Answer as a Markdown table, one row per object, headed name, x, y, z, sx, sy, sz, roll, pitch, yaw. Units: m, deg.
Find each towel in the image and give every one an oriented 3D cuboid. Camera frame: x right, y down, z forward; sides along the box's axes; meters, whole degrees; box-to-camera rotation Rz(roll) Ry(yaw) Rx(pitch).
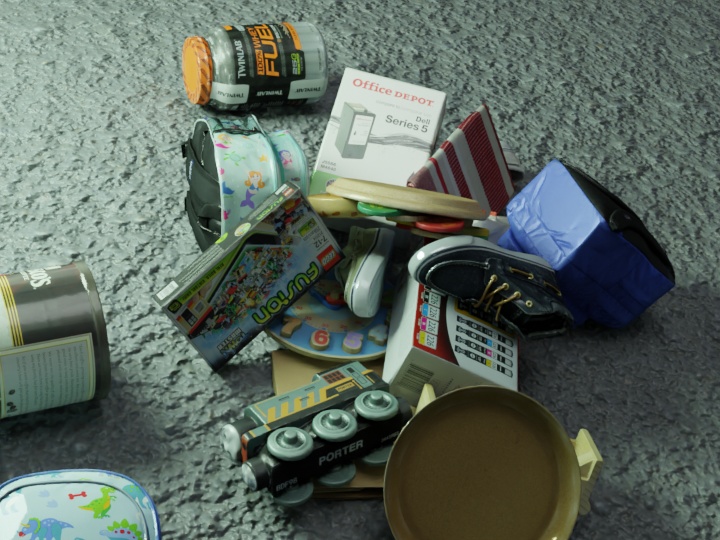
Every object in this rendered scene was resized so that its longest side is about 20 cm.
| name | x | y | z | sx | sy | sz | roll | pitch | yaw |
| --- | --- | --- | --- | --- | --- | --- | --- | --- | --- |
| towel | 0.135 | -0.110 | 1.477 | 0.023 | 0.145 | 0.200 | 3 | 38 | 39 |

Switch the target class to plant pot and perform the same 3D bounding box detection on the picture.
| name | x | y | z | sx | sy | sz | roll | pitch | yaw |
| --- | --- | --- | --- | --- | --- | --- | --- | --- | --- |
| plant pot | 0.119 | 0.214 | 1.102 | 0.198 | 0.202 | 0.027 | 8 | -1 | -6 |

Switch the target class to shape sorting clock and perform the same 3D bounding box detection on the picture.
| name | x | y | z | sx | sy | sz | roll | pitch | yaw |
| --- | --- | --- | --- | --- | --- | --- | --- | --- | --- |
| shape sorting clock | -0.034 | 0.042 | 1.328 | 0.198 | 0.040 | 0.201 | 9 | 29 | -5 |

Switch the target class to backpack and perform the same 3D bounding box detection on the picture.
| name | x | y | z | sx | sy | sz | roll | pitch | yaw |
| --- | --- | --- | --- | --- | --- | --- | --- | --- | --- |
| backpack | -0.137 | -0.085 | 1.340 | 0.149 | 0.179 | 0.200 | -1 | 22 | -11 |
| backpack | -0.251 | 0.262 | 0.949 | 0.181 | 0.148 | 0.201 | 2 | 38 | -15 |
| backpack | 0.284 | -0.019 | 1.407 | 0.199 | 0.168 | 0.163 | 28 | 29 | -37 |

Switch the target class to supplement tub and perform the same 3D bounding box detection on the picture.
| name | x | y | z | sx | sy | sz | roll | pitch | yaw |
| --- | --- | --- | --- | --- | --- | --- | --- | --- | --- |
| supplement tub | -0.157 | -0.303 | 1.654 | 0.198 | 0.123 | 0.123 | -9 | 44 | -23 |

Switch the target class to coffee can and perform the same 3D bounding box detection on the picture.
| name | x | y | z | sx | sy | sz | roll | pitch | yaw |
| --- | --- | --- | --- | --- | --- | --- | --- | --- | --- |
| coffee can | -0.369 | 0.078 | 1.133 | 0.198 | 0.147 | 0.147 | -10 | 44 | -25 |

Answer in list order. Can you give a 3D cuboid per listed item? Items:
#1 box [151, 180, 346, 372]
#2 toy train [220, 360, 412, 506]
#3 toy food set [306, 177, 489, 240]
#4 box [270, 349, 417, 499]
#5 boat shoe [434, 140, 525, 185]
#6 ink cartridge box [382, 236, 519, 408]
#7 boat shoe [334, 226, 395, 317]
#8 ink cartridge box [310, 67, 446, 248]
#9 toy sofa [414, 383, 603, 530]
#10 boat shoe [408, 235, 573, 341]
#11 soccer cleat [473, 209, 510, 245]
| name | x | y | z | sx | sy | sz | roll | pitch | yaw |
| --- | --- | --- | --- | --- | --- | --- | --- | --- | --- |
| box | -0.121 | 0.006 | 1.241 | 0.200 | 0.110 | 0.035 | -42 | 33 | -9 |
| toy train | -0.045 | 0.163 | 1.139 | 0.199 | 0.086 | 0.114 | -19 | 36 | -30 |
| toy food set | 0.052 | -0.071 | 1.294 | 0.197 | 0.049 | 0.199 | 15 | 7 | 38 |
| box | -0.010 | 0.164 | 1.222 | 0.162 | 0.021 | 0.201 | 2 | 40 | -14 |
| boat shoe | 0.154 | -0.124 | 1.574 | 0.200 | 0.075 | 0.086 | -12 | 55 | -36 |
| ink cartridge box | 0.125 | 0.078 | 1.279 | 0.174 | 0.084 | 0.201 | 24 | 38 | -11 |
| boat shoe | 0.000 | 0.000 | 1.322 | 0.061 | 0.073 | 0.200 | 9 | 20 | 5 |
| ink cartridge box | 0.021 | -0.150 | 1.479 | 0.144 | 0.084 | 0.202 | 15 | 73 | 4 |
| toy sofa | 0.144 | 0.200 | 1.171 | 0.198 | 0.099 | 0.083 | 16 | 14 | -6 |
| boat shoe | 0.150 | 0.022 | 1.229 | 0.198 | 0.071 | 0.091 | 7 | 42 | -32 |
| soccer cleat | 0.199 | -0.036 | 1.485 | 0.198 | 0.078 | 0.069 | 5 | 8 | -37 |
